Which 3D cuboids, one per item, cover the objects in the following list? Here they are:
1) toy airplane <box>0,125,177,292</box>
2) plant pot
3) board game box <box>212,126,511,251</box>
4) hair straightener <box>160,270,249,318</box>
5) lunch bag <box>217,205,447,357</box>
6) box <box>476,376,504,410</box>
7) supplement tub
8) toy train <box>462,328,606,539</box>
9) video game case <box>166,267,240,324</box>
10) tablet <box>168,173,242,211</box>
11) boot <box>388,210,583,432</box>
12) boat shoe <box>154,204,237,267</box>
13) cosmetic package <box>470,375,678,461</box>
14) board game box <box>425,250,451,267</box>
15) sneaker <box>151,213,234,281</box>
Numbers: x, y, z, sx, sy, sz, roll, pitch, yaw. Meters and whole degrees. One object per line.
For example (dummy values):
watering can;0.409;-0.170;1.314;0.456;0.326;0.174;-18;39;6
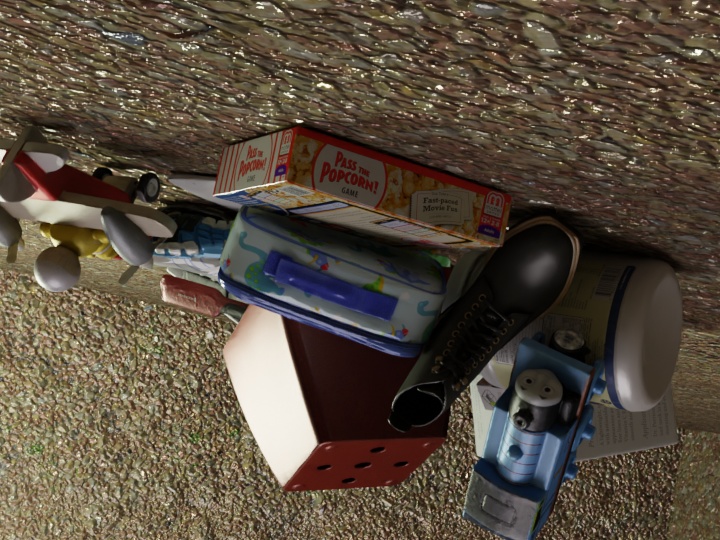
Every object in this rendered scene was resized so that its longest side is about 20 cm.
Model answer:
toy airplane;-0.286;-0.051;1.185;0.199;0.141;0.200;15;173;-18
plant pot;-0.011;0.119;1.262;0.200;0.177;0.200;1;150;-23
board game box;-0.001;-0.061;1.018;0.200;0.046;0.151;15;172;-28
hair straightener;-0.127;0.028;1.379;0.200;0.041;0.077;9;-161;33
lunch bag;-0.026;0.003;1.104;0.200;0.083;0.161;20;-168;-6
box;0.224;0.083;1.306;0.110;0.200;0.035;5;126;44
supplement tub;0.193;0.050;1.182;0.200;0.145;0.145;7;172;31
toy train;0.155;0.146;1.091;0.087;0.200;0.114;24;-141;19
video game case;-0.123;0.033;1.557;0.182;0.023;0.200;35;-161;18
tablet;-0.078;-0.069;1.224;0.200;0.014;0.130;8;172;33
boot;0.107;0.051;1.051;0.077;0.138;0.200;36;130;4
boat shoe;-0.211;-0.049;1.412;0.200;0.075;0.073;-2;159;26
cosmetic package;0.254;0.142;1.513;0.200;0.165;0.165;-5;179;-18
board game box;0.000;0.000;1.354;0.200;0.030;0.096;12;128;12
sneaker;-0.151;-0.010;1.322;0.200;0.087;0.075;2;-145;9
